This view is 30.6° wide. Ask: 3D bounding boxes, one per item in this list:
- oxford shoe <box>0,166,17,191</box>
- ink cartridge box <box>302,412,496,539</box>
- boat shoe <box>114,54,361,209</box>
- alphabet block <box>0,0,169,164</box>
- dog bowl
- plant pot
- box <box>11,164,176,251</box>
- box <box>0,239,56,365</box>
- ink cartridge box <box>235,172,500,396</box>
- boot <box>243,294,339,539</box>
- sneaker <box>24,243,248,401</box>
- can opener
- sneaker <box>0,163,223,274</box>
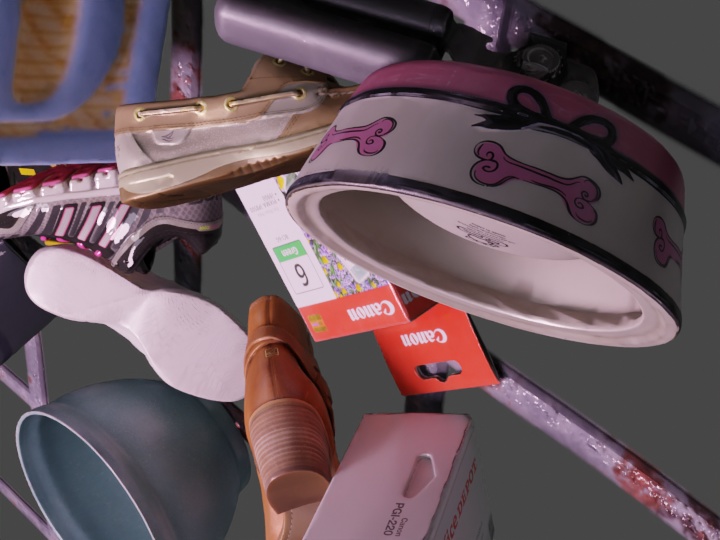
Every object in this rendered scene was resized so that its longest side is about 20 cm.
[{"bbox_3d":[-0.332,-0.129,1.081,0.200,0.071,0.073,63,-177,-51],"label":"oxford shoe"},{"bbox_3d":[0.037,0.214,0.874,0.085,0.146,0.200,0,120,20],"label":"ink cartridge box"},{"bbox_3d":[-0.046,-0.089,0.738,0.074,0.200,0.067,32,-136,-85],"label":"boat shoe"},{"bbox_3d":[-0.254,-0.182,0.819,0.200,0.196,0.196,26,110,37],"label":"alphabet block"},{"bbox_3d":[0.068,-0.032,0.642,0.200,0.074,0.200,19,168,4],"label":"dog bowl"},{"bbox_3d":[-0.180,0.172,1.127,0.200,0.134,0.201,30,138,32],"label":"plant pot"},{"bbox_3d":[-0.231,-0.113,1.037,0.160,0.049,0.200,9,124,49],"label":"box"},{"bbox_3d":[-0.379,-0.024,1.172,0.182,0.104,0.200,45,171,16],"label":"box"},{"bbox_3d":[0.000,0.000,0.843,0.109,0.050,0.200,-15,104,54],"label":"ink cartridge box"},{"bbox_3d":[-0.043,0.127,0.945,0.200,0.073,0.155,87,173,-49],"label":"boot"},{"bbox_3d":[-0.164,0.031,1.044,0.200,0.075,0.088,31,-173,-7],"label":"sneaker"},{"bbox_3d":[0.024,-0.102,0.675,0.200,0.053,0.067,18,147,9],"label":"can opener"},{"bbox_3d":[-0.186,-0.034,0.953,0.199,0.074,0.088,-10,107,12],"label":"sneaker"}]
